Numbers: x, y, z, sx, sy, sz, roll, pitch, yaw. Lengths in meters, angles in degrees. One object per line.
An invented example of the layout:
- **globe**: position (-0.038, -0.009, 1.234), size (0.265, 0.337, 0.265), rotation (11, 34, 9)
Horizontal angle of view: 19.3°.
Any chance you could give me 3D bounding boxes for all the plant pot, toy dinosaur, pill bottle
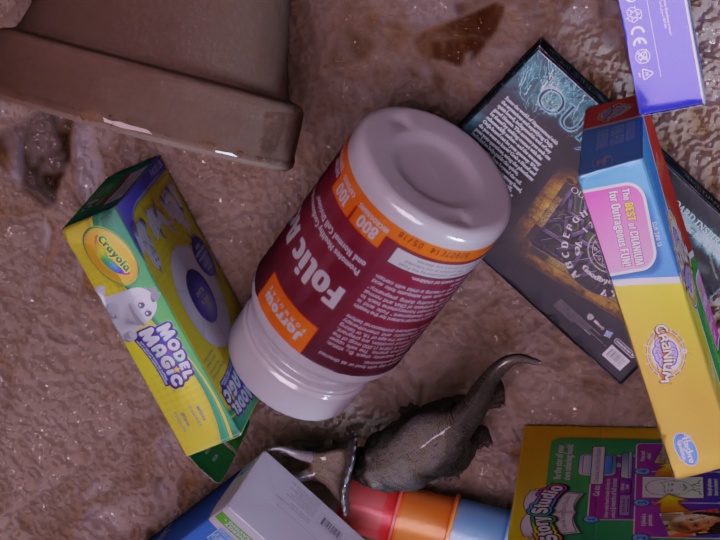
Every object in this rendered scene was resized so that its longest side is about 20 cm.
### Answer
- **plant pot**: position (-0.117, -0.168, 1.315), size (0.200, 0.200, 0.175), rotation (16, 94, 3)
- **toy dinosaur**: position (0.044, 0.117, 1.409), size (0.200, 0.102, 0.077), rotation (-20, 94, 37)
- **pill bottle**: position (0.000, 0.000, 1.365), size (0.114, 0.114, 0.200), rotation (34, 127, -4)

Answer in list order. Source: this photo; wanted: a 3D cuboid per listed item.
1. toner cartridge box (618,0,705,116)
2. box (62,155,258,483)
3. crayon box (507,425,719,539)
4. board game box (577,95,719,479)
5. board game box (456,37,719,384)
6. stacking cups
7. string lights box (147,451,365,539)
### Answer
- **toner cartridge box**: position (0.173, -0.204, 1.294), size (0.043, 0.095, 0.200), rotation (-9, 108, 12)
- **box**: position (-0.119, 0.034, 1.411), size (0.048, 0.117, 0.200), rotation (-21, 106, 16)
- **crayon box**: position (0.184, 0.166, 1.368), size (0.172, 0.200, 0.058), rotation (0, 110, 9)
- **board game box**: position (0.184, 0.006, 1.305), size (0.040, 0.153, 0.200), rotation (-16, 107, 13)
- **board game box**: position (0.146, -0.038, 1.393), size (0.200, 0.028, 0.135), rotation (42, 110, -7)
- **stacking cups**: position (0.081, 0.188, 1.466), size (0.200, 0.061, 0.061), rotation (12, 111, 5)
- **string lights box**: position (-0.092, 0.213, 1.461), size (0.103, 0.059, 0.200), rotation (42, 135, -7)
